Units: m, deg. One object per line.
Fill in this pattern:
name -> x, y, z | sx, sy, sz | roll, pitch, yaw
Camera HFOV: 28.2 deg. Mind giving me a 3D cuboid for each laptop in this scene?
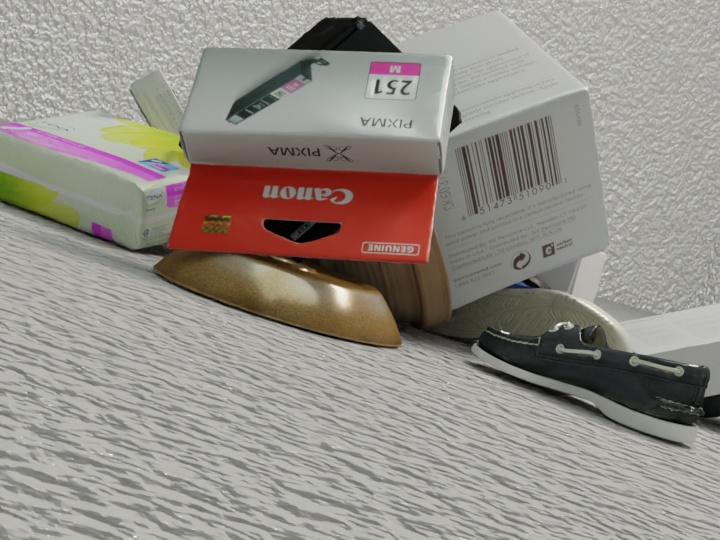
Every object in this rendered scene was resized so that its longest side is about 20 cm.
laptop -> -0.040, -0.116, 1.180 | 0.103, 0.177, 0.200 | 52, -7, -18

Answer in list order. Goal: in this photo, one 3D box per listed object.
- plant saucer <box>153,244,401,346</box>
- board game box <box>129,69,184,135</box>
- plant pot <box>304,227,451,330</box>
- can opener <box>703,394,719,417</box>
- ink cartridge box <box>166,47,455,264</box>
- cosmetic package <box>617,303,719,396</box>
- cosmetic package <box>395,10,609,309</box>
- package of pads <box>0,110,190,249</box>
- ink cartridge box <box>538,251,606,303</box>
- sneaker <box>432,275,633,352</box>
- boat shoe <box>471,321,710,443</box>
plant saucer -> -0.058, 0.011, 1.099 | 0.199, 0.036, 0.200 | 17, 4, -1
board game box -> -0.186, -0.137, 1.436 | 0.127, 0.035, 0.200 | 61, -5, -11
plant pot -> -0.003, -0.033, 1.224 | 0.092, 0.202, 0.201 | -22, 12, -10
can opener -> 0.347, 0.131, 1.219 | 0.067, 0.054, 0.200 | -16, 13, -14
ink cartridge box -> -0.037, -0.090, 1.066 | 0.199, 0.174, 0.044 | 3, -39, 9
cosmetic package -> 0.327, 0.066, 1.277 | 0.199, 0.052, 0.151 | -10, 10, -2
cosmetic package -> 0.100, -0.104, 1.278 | 0.164, 0.166, 0.200 | -20, 34, -7
package of pads -> -0.218, -0.085, 1.268 | 0.199, 0.069, 0.154 | 20, 22, 28
ink cartridge box -> 0.138, -0.012, 1.460 | 0.199, 0.083, 0.146 | 19, 4, 18
sneaker -> 0.166, 0.046, 1.287 | 0.199, 0.077, 0.111 | 12, 10, 32
boat shoe -> 0.174, 0.071, 1.086 | 0.199, 0.061, 0.075 | 20, 5, 35
